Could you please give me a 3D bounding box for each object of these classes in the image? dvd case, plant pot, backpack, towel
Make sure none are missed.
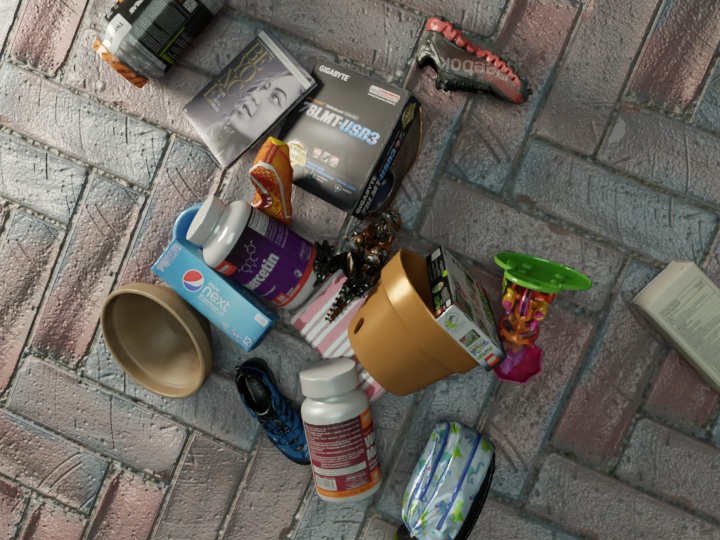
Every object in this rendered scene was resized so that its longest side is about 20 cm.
[{"bbox_3d":[-0.184,-0.280,1.075,0.200,0.016,0.149,-42,67,5],"label":"dvd case"},{"bbox_3d":[-0.309,0.098,1.067,0.199,0.093,0.203,12,121,21],"label":"plant pot"},{"bbox_3d":[0.134,0.337,1.024,0.153,0.163,0.200,40,88,17],"label":"backpack"},{"bbox_3d":[-0.003,0.101,1.091,0.146,0.030,0.200,-44,85,5],"label":"towel"},{"bbox_3d":[0.075,0.090,0.980,0.140,0.200,0.201,-41,88,17],"label":"plant pot"}]

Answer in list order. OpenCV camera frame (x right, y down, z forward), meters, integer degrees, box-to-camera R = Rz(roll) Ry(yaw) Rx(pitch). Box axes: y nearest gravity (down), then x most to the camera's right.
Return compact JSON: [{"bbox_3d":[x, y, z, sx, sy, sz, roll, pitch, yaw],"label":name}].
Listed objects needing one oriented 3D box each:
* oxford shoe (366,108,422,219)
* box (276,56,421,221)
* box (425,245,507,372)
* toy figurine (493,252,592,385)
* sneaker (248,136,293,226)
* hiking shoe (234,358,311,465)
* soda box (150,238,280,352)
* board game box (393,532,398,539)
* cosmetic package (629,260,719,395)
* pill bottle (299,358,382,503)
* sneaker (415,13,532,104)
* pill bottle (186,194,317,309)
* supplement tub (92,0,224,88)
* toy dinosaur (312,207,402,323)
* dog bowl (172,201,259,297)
[{"bbox_3d":[0.052,-0.177,1.052,0.070,0.073,0.202,18,93,4],"label":"oxford shoe"},{"bbox_3d":[-0.032,-0.209,1.033,0.199,0.050,0.200,31,97,31],"label":"box"},{"bbox_3d":[0.147,0.048,0.951,0.035,0.200,0.110,-41,107,18],"label":"box"},{"bbox_3d":[0.246,0.087,1.000,0.149,0.200,0.186,18,106,19],"label":"toy figurine"},{"bbox_3d":[-0.126,-0.127,1.021,0.072,0.200,0.078,24,66,0],"label":"sneaker"},{"bbox_3d":[-0.143,0.238,1.076,0.074,0.087,0.201,-38,88,5],"label":"hiking shoe"},{"bbox_3d":[-0.224,0.037,1.038,0.200,0.068,0.064,40,94,3],"label":"soda box"},{"bbox_3d":[0.069,0.548,1.086,0.100,0.048,0.202,20,94,4],"label":"board game box"},{"bbox_3d":[0.524,0.091,1.009,0.103,0.087,0.200,-43,89,6],"label":"cosmetic package"},{"bbox_3d":[-0.033,0.249,1.042,0.108,0.110,0.203,-9,100,5],"label":"pill bottle"},{"bbox_3d":[0.170,-0.308,1.039,0.200,0.071,0.098,36,94,5],"label":"sneaker"},{"bbox_3d":[-0.162,-0.031,1.024,0.199,0.112,0.113,31,95,-23],"label":"pill bottle"},{"bbox_3d":[-0.323,-0.398,1.057,0.122,0.123,0.200,43,94,3],"label":"supplement tub"},{"bbox_3d":[0.000,0.000,1.020,0.101,0.135,0.203,17,107,26],"label":"toy dinosaur"},{"bbox_3d":[-0.240,-0.018,1.097,0.110,0.050,0.202,-24,90,5],"label":"dog bowl"}]
